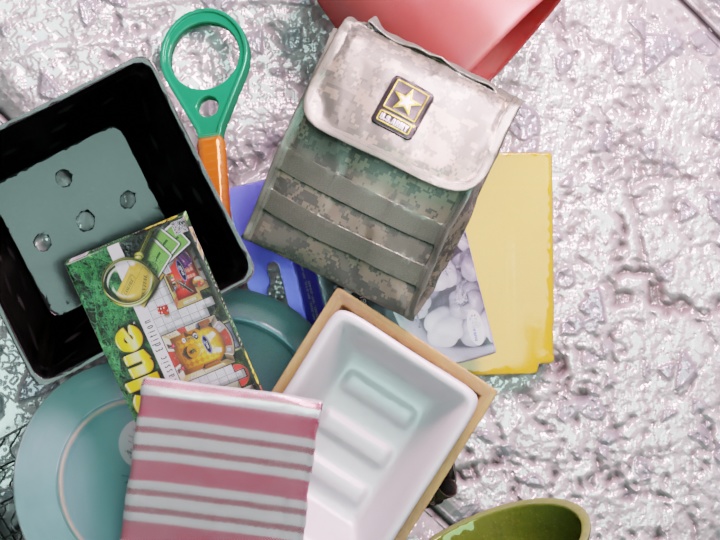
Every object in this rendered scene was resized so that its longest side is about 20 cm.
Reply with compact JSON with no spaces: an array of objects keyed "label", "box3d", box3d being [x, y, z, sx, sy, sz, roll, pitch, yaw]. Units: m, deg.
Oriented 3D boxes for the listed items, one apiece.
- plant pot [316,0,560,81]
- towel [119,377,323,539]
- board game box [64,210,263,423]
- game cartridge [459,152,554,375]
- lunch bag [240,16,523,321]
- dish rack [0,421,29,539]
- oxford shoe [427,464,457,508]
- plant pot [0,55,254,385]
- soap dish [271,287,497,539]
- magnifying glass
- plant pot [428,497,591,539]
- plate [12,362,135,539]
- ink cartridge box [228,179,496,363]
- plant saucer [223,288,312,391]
[{"label":"plant pot","box3d":[0.058,-0.244,1.721,0.177,0.200,0.200,45,83,3]},{"label":"towel","box3d":[-0.114,0.182,1.586,0.145,0.030,0.201,8,108,-4]},{"label":"board game box","box3d":[-0.146,0.064,1.577,0.104,0.023,0.201,-22,103,8]},{"label":"game cartridge","box3d":[0.087,-0.006,1.797,0.175,0.032,0.202,0,92,-9]},{"label":"lunch bag","box3d":[0.021,-0.088,1.620,0.163,0.118,0.201,26,109,6]},{"label":"dish rack","box3d":[-0.270,0.200,1.695,0.199,0.055,0.154,-28,96,14]},{"label":"oxford shoe","box3d":[0.035,0.188,1.726,0.084,0.073,0.201,36,120,18]},{"label":"plant pot","box3d":[-0.228,-0.042,1.669,0.199,0.177,0.201,-27,97,-9]},{"label":"soap dish","box3d":[-0.005,0.138,1.641,0.157,0.081,0.201,32,96,0]},{"label":"magnifying glass","box3d":[-0.131,-0.133,1.736,0.079,0.022,0.202,-7,71,7]},{"label":"plant pot","box3d":[0.139,0.332,1.734,0.199,0.200,0.191,-26,106,-8]},{"label":"plate","box3d":[-0.185,0.173,1.634,0.199,0.026,0.202,3,83,-24]},{"label":"ink cartridge box","box3d":[0.000,0.000,1.734,0.199,0.043,0.200,-14,90,-13]},{"label":"plant saucer","box3d":[-0.114,0.116,1.697,0.198,0.027,0.202,0,96,1]}]
